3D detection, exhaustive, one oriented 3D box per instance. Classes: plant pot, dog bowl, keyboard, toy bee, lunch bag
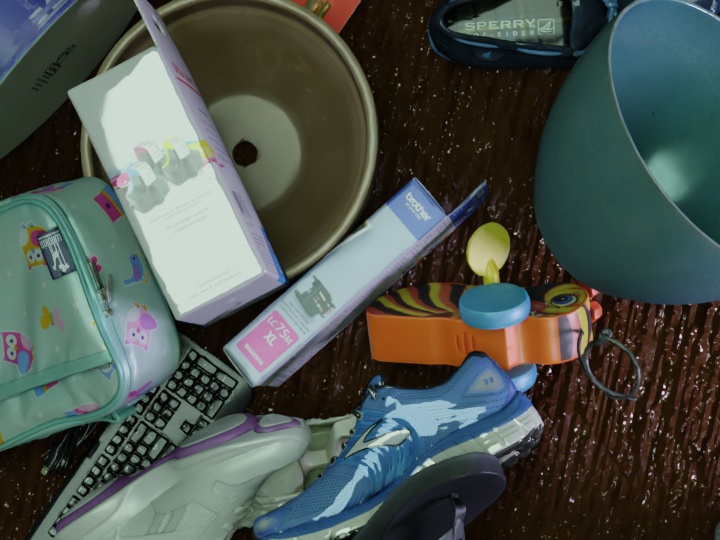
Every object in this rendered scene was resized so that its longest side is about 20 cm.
[{"bbox_3d":[0.191,-0.057,1.700,0.135,0.200,0.201,-38,82,40],"label":"plant pot"},{"bbox_3d":[-0.228,-0.160,1.724,0.079,0.200,0.200,42,91,4],"label":"dog bowl"},{"bbox_3d":[-0.167,0.133,1.780,0.104,0.040,0.201,34,89,6],"label":"keyboard"},{"bbox_3d":[0.110,0.042,1.738,0.199,0.109,0.132,28,125,20],"label":"toy bee"},{"bbox_3d":[-0.082,-0.083,1.759,0.199,0.093,0.203,0,87,6],"label":"plant pot"},{"bbox_3d":[-0.218,0.036,1.727,0.199,0.077,0.162,-20,90,39],"label":"lunch bag"}]

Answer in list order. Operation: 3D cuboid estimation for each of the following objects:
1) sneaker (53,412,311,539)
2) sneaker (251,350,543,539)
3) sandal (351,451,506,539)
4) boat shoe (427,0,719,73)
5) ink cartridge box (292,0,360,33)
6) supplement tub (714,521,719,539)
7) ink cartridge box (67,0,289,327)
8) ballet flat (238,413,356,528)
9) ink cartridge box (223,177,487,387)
[{"bbox_3d":[-0.104,0.161,1.724,0.199,0.075,0.100,-30,93,25],"label":"sneaker"},{"bbox_3d":[0.016,0.120,1.689,0.199,0.079,0.090,-30,72,0],"label":"sneaker"},{"bbox_3d":[0.024,0.184,1.650,0.200,0.076,0.043,-45,57,26],"label":"sandal"},{"bbox_3d":[0.145,-0.166,1.754,0.198,0.069,0.085,-14,85,4],"label":"boat shoe"},{"bbox_3d":[-0.067,-0.265,1.772,0.200,0.047,0.161,38,107,8],"label":"ink cartridge box"},{"bbox_3d":[0.287,0.259,1.685,0.121,0.123,0.202,1,86,6],"label":"supplement tub"},{"bbox_3d":[-0.122,-0.070,1.659,0.067,0.115,0.201,-26,84,3],"label":"ink cartridge box"},{"bbox_3d":[-0.023,0.119,1.752,0.198,0.072,0.072,-14,85,3],"label":"ballet flat"},{"bbox_3d":[0.000,0.000,1.732,0.200,0.119,0.042,-39,85,2],"label":"ink cartridge box"}]
